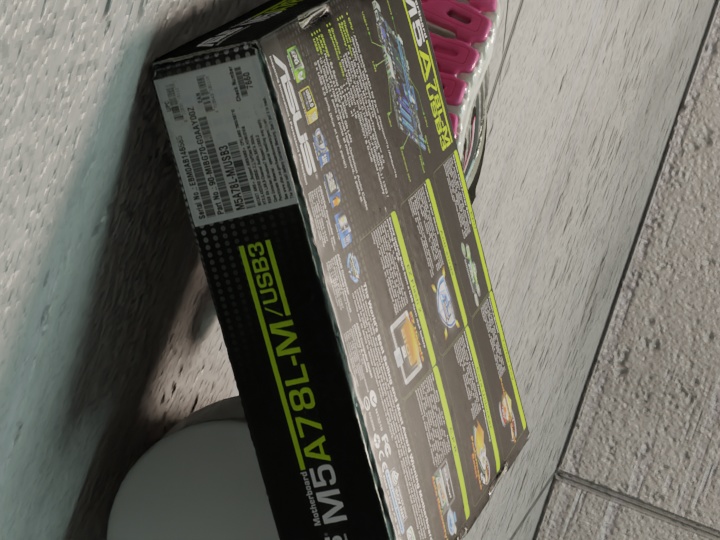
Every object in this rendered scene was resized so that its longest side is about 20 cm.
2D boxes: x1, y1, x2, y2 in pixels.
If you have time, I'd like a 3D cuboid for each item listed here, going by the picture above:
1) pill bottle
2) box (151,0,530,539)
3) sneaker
[{"bbox_3d":[-0.032,0.106,1.018,0.200,0.114,0.115,24,86,-79],"label":"pill bottle"},{"bbox_3d":[0.000,0.000,0.921,0.193,0.047,0.201,-49,125,-70],"label":"box"},{"bbox_3d":[0.013,-0.035,1.097,0.088,0.073,0.201,87,20,-52],"label":"sneaker"}]
